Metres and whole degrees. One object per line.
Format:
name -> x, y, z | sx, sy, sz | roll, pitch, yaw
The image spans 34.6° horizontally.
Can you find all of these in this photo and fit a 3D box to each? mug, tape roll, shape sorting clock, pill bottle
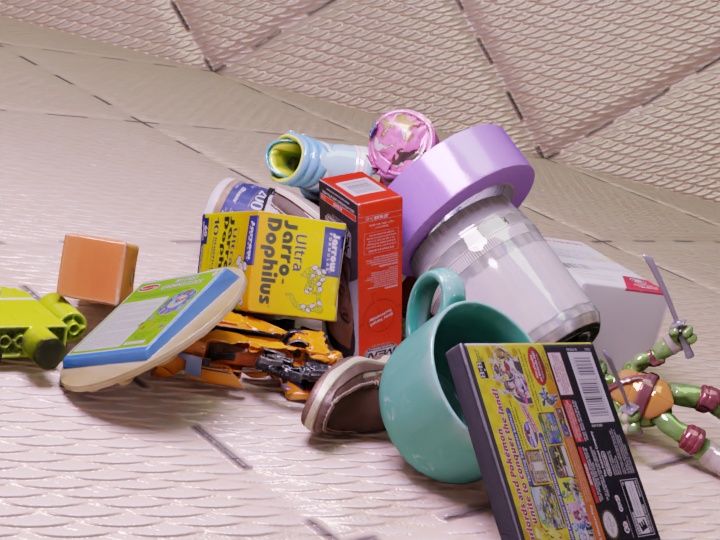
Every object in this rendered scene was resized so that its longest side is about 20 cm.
mug -> 0.095, 0.111, 1.106 | 0.151, 0.114, 0.187 | 31, 46, -19
tape roll -> 0.109, -0.081, 1.371 | 0.199, 0.200, 0.066 | -7, 56, -52
shape sorting clock -> -0.195, 0.055, 1.098 | 0.198, 0.040, 0.201 | -26, 22, 11
pill bottle -> -0.108, -0.046, 1.563 | 0.197, 0.113, 0.111 | 18, 16, 13

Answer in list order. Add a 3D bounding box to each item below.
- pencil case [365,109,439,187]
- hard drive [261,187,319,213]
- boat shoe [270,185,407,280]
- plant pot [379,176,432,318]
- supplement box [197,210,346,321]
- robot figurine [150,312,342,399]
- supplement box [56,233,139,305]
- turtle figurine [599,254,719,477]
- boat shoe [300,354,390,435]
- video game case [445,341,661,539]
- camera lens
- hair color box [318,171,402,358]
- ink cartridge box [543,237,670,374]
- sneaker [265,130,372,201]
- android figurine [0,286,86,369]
pencil case -> 0.058, -0.133, 1.420 | 0.085, 0.084, 0.200 | 1, -8, 9
hard drive -> -0.044, -0.014, 1.474 | 0.197, 0.142, 0.033 | 16, -17, 4
boat shoe -> -0.036, -0.030, 1.426 | 0.199, 0.060, 0.072 | 36, 8, 7
plant pot -> 0.101, -0.035, 1.597 | 0.197, 0.203, 0.177 | 15, 24, 2
supplement box -> -0.108, -0.006, 1.323 | 0.108, 0.111, 0.199 | 7, -2, -26
robot figurine -> -0.117, 0.085, 1.199 | 0.197, 0.059, 0.145 | 11, 16, -11
supplement box -> -0.278, -0.001, 1.240 | 0.068, 0.068, 0.200 | 8, -2, -5
turtle figurine -> 0.344, 0.131, 1.278 | 0.192, 0.202, 0.144 | 27, 31, 9
boat shoe -> 0.017, 0.128, 1.152 | 0.074, 0.076, 0.202 | 27, 19, 22
video game case -> 0.175, 0.161, 1.037 | 0.179, 0.025, 0.203 | 3, 62, -38
camera lens -> 0.168, 0.036, 1.339 | 0.159, 0.160, 0.201 | -7, 56, -53
hair color box -> 0.000, 0.000, 1.323 | 0.060, 0.203, 0.101 | -12, 25, -25
ink cartridge box -> 0.270, 0.053, 1.505 | 0.143, 0.147, 0.200 | 6, 18, -27
sneaker -> -0.073, -0.135, 1.497 | 0.129, 0.081, 0.200 | 10, -9, -20
android figurine -> -0.362, 0.047, 1.113 | 0.180, 0.042, 0.199 | 1, 17, -35
